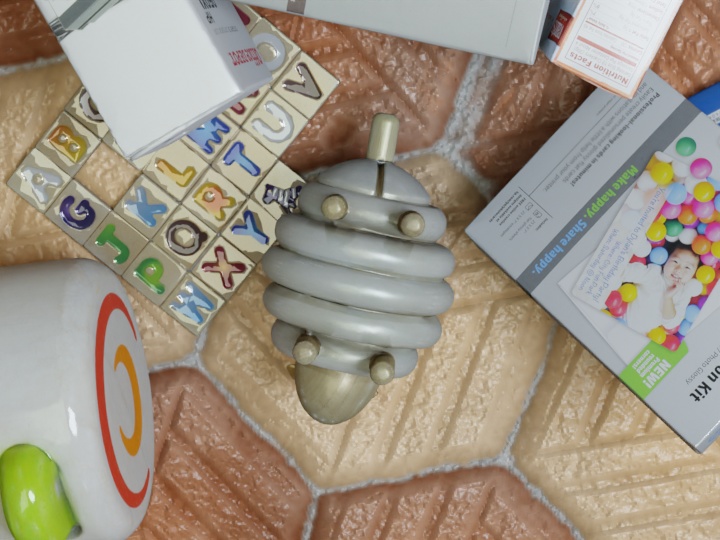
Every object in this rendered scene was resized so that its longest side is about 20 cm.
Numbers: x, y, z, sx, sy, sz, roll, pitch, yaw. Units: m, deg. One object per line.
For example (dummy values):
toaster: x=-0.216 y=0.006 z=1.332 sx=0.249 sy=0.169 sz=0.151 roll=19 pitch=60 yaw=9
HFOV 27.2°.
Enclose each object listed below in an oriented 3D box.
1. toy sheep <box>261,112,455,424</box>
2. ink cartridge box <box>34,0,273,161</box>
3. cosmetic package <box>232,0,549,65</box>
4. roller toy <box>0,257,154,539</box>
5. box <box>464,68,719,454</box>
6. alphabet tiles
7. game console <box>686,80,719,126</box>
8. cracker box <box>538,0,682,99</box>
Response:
toy sheep: x=0.000 y=0.000 z=0.943 sx=0.137 sy=0.138 sz=0.201 roll=16 pitch=95 yaw=-1
ink cartridge box: x=-0.141 y=-0.177 z=0.892 sx=0.084 sy=0.145 sz=0.201 roll=-28 pitch=97 yaw=9
cosmetic package: x=0.017 y=-0.191 z=0.848 sx=0.199 sy=0.090 sz=0.107 roll=12 pitch=108 yaw=8
roller toy: x=-0.217 y=0.089 z=0.951 sx=0.139 sy=0.200 sz=0.183 roll=-7 pitch=81 yaw=4
box: x=0.187 y=-0.012 z=0.915 sx=0.156 sy=0.041 sz=0.200 roll=-46 pitch=69 yaw=3
alphabet tiles: x=-0.113 y=-0.081 z=0.992 sx=0.167 sy=0.008 sz=0.200 roll=39 pitch=103 yaw=-6
game console: x=0.261 y=-0.027 z=0.979 sx=0.199 sy=0.118 sz=0.171 roll=-27 pitch=70 yaw=9
cracker box: x=0.172 y=-0.210 z=0.877 sx=0.057 sy=0.134 sz=0.201 roll=25 pitch=105 yaw=-7
